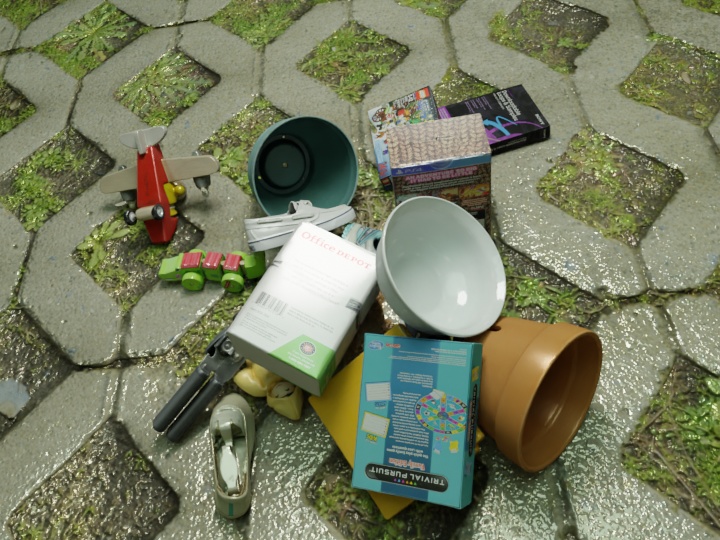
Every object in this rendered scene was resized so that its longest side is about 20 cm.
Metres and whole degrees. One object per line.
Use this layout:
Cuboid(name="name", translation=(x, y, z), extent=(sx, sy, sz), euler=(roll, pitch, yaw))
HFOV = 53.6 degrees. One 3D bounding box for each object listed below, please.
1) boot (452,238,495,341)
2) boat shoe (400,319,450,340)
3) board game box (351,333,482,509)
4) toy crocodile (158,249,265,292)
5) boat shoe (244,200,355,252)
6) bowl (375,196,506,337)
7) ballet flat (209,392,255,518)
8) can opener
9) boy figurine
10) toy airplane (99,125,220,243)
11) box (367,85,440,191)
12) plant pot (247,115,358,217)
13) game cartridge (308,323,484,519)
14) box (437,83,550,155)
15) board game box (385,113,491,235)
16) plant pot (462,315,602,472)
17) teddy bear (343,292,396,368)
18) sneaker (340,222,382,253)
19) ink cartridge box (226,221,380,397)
Cuboid(name="boot", translation=(0.162, 0.043, 1.108), extent=(0.069, 0.200, 0.175), euler=(6, 85, 1))
Cuboid(name="boat shoe", translation=(0.110, 0.115, 1.073), extent=(0.075, 0.060, 0.201), euler=(12, 51, -33))
Cuboid(name="board game box", translation=(0.073, 0.187, 0.918), extent=(0.150, 0.047, 0.201), euler=(3, 85, 27))
Cuboid(name="toy crocodile", translation=(-0.259, -0.007, 1.248), extent=(0.199, 0.062, 0.068), euler=(1, 52, 11))
Cuboid(name="boat shoe", translation=(-0.101, -0.088, 1.218), extent=(0.199, 0.066, 0.073), euler=(-20, 11, -26))
Cuboid(name="bowl", translation=(0.094, 0.007, 0.975), extent=(0.200, 0.090, 0.202), euler=(13, 62, -26))
Cuboid(name="ballet flat", translation=(-0.187, 0.253, 1.029), extent=(0.069, 0.070, 0.201), euler=(-13, 51, -1))
Cuboid(name="can opener", translation=(-0.238, 0.166, 1.090), extent=(0.200, 0.053, 0.067), euler=(-50, 19, -2))
Cuboid(name="boy figurine", translation=(-0.144, 0.148, 1.107), extent=(0.124, 0.065, 0.200), euler=(-18, 48, -11))
Cuboid(name="toy airplane", translation=(-0.382, -0.175, 1.353), extent=(0.200, 0.141, 0.200), euler=(39, 99, 18))
Cuboid(name="box", translation=(0.092, -0.258, 1.377), extent=(0.136, 0.038, 0.201), euler=(-20, 50, 15))
Cuboid(name="plant pot", translation=(-0.120, -0.185, 1.299), extent=(0.200, 0.201, 0.134), euler=(-32, 27, -15))
Cuboid(name="game cartridge", translation=(0.047, 0.204, 0.973), extent=(0.176, 0.032, 0.200), euler=(-40, 71, 13))
Cuboid(name="box", translation=(0.251, -0.288, 1.396), extent=(0.199, 0.036, 0.143), euler=(-17, 51, -4))
Cuboid(name="board game box", translation=(0.133, -0.145, 1.199), extent=(0.158, 0.200, 0.097), euler=(-8, 51, 3))
Cuboid(name="plant pot", translation=(0.215, 0.149, 0.966), extent=(0.140, 0.201, 0.200), euler=(24, 59, 38))
Cuboid(name="teddy bear", translation=(0.009, 0.113, 1.082), extent=(0.145, 0.067, 0.201), euler=(-24, 76, -27))
Cuboid(name="sneaker", translation=(0.000, 0.000, 1.190), extent=(0.086, 0.078, 0.201), euler=(5, 54, 9))
Cuboid(name="ink cartridge box", translation=(-0.071, 0.052, 1.008), extent=(0.145, 0.084, 0.200), euler=(26, 65, 12))
